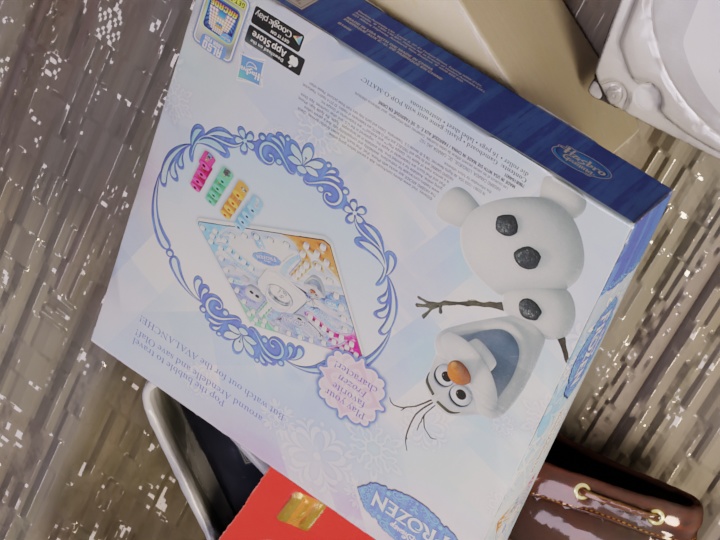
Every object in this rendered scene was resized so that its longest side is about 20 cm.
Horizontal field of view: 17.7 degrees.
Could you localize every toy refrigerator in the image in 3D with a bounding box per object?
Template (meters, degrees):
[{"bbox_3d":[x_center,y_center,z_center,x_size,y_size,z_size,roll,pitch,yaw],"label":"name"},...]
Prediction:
[{"bbox_3d":[0.023,-0.116,0.940,0.070,0.076,0.200,-29,96,35],"label":"toy refrigerator"}]

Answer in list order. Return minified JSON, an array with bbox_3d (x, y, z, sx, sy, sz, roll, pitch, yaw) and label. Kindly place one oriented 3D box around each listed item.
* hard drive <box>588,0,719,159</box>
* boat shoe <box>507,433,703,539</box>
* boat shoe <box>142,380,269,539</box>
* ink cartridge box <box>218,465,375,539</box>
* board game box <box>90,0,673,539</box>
[{"bbox_3d":[0.181,-0.126,0.871,0.139,0.038,0.200,28,121,15],"label":"hard drive"},{"bbox_3d":[0.056,0.077,1.011,0.200,0.070,0.070,29,114,13],"label":"boat shoe"},{"bbox_3d":[-0.043,0.126,1.088,0.073,0.065,0.200,-29,95,35],"label":"boat shoe"},{"bbox_3d":[0.015,0.184,1.043,0.199,0.050,0.161,23,126,-16],"label":"ink cartridge box"},{"bbox_3d":[0.000,0.000,0.934,0.200,0.043,0.199,34,126,16],"label":"board game box"}]
